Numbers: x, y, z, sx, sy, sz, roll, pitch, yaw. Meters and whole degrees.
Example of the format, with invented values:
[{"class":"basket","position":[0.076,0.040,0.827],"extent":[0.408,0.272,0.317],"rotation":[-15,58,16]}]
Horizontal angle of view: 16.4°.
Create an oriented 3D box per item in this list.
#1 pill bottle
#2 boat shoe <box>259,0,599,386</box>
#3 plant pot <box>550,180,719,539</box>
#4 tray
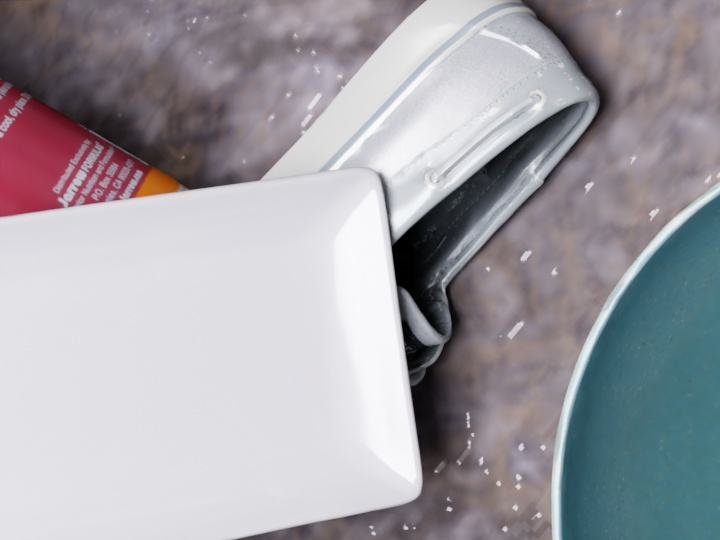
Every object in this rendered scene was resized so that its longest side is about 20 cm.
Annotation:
[{"class":"pill bottle","position":[-0.161,-0.023,0.813],"extent":[0.200,0.113,0.113],"rotation":[30,101,-6]},{"class":"boat shoe","position":[0.001,0.000,0.819],"extent":[0.072,0.070,0.201],"rotation":[45,104,26]},{"class":"plant pot","position":[0.171,0.065,0.690],"extent":[0.200,0.135,0.201],"rotation":[-2,85,28]},{"class":"tray","position":[-0.079,0.033,0.753],"extent":[0.022,0.199,0.108],"rotation":[-1,97,64]}]
